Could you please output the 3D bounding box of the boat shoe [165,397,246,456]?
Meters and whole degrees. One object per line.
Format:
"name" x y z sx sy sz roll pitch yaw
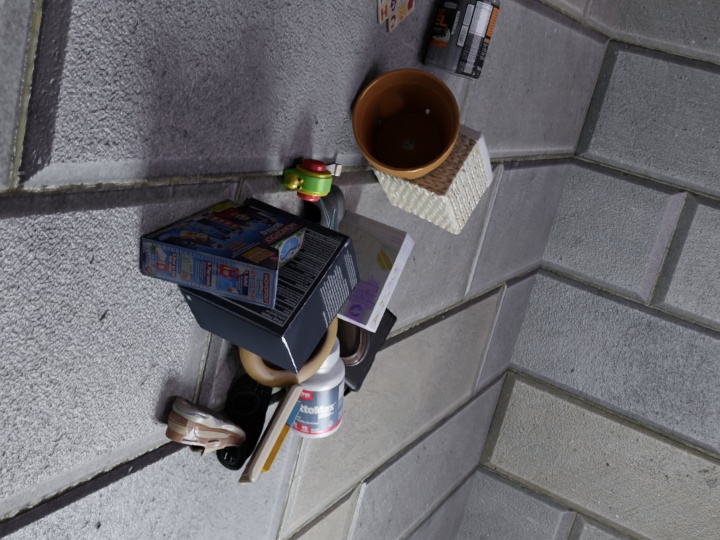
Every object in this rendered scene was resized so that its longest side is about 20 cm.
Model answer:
"boat shoe" -0.264 0.271 1.448 0.072 0.075 0.200 -61 147 -9

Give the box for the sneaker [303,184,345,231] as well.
"sneaker" -0.073 -0.055 1.581 0.079 0.075 0.203 -15 104 -49

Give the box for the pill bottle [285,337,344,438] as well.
"pill bottle" -0.091 0.223 1.717 0.120 0.119 0.202 -42 144 -46

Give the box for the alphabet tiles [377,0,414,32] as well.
"alphabet tiles" 0.074 -0.549 1.578 0.167 0.006 0.201 -51 151 -37

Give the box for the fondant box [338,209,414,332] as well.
"fondant box" 0.000 0.000 1.699 0.202 0.143 0.058 -66 157 -7

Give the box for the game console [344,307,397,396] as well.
"game console" -0.013 0.170 1.971 0.176 0.116 0.201 43 66 -33

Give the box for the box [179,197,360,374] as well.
"box" -0.138 0.022 1.350 0.199 0.198 0.124 -55 153 -27

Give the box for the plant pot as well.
"plant pot" 0.090 -0.261 1.637 0.140 0.198 0.202 63 52 -76

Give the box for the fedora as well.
"fedora" -0.136 0.107 1.532 0.199 0.082 0.203 -13 114 -31

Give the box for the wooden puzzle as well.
"wooden puzzle" -0.160 0.306 1.575 0.186 0.037 0.200 -62 -177 -20

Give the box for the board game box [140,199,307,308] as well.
"board game box" -0.173 -0.022 1.234 0.200 0.198 0.062 -33 138 -53

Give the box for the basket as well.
"basket" 0.151 -0.209 1.798 0.162 0.197 0.200 -59 156 -11

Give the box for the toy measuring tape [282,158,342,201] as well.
"toy measuring tape" -0.065 -0.162 1.516 0.199 0.073 0.074 -20 127 -60

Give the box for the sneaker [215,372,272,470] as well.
"sneaker" -0.205 0.263 1.580 0.202 0.075 0.091 -68 167 15

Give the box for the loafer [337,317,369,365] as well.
"loafer" -0.031 0.095 1.757 0.071 0.072 0.202 35 43 -53

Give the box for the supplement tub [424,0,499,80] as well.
"supplement tub" 0.214 -0.505 1.777 0.122 0.121 0.202 -10 118 -63
